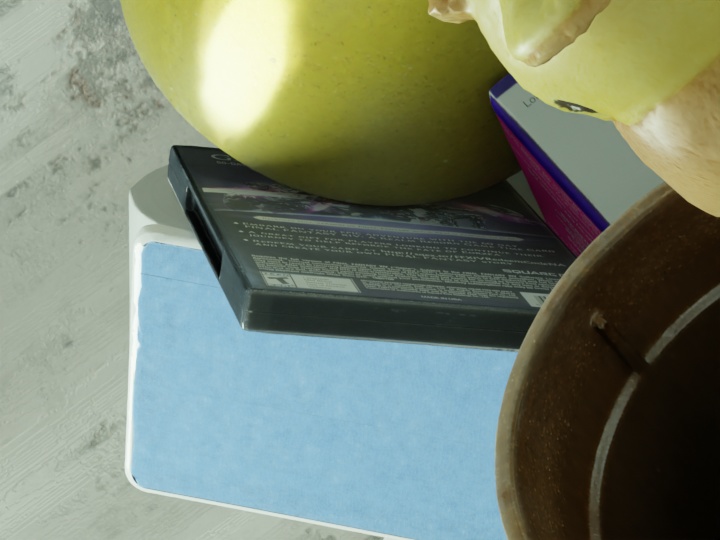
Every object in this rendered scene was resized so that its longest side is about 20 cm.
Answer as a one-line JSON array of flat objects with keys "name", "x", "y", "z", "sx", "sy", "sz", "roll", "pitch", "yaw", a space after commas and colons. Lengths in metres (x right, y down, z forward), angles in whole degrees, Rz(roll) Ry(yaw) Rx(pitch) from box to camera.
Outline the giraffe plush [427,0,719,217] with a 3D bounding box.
[{"name": "giraffe plush", "x": 0.092, "y": -0.081, "z": 0.580, "sx": 0.200, "sy": 0.162, "sz": 0.173, "roll": 53, "pitch": 177, "yaw": 13}]

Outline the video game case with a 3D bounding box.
[{"name": "video game case", "x": 0.009, "y": -0.010, "z": 1.096, "sx": 0.200, "sy": 0.142, "sz": 0.019, "roll": -125, "pitch": 42, "yaw": -70}]

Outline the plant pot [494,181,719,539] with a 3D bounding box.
[{"name": "plant pot", "x": 0.178, "y": 0.088, "z": 0.987, "sx": 0.198, "sy": 0.200, "sz": 0.200, "roll": 48, "pitch": -178, "yaw": -43}]

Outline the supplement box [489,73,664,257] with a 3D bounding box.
[{"name": "supplement box", "x": 0.138, "y": -0.019, "z": 1.131, "sx": 0.103, "sy": 0.101, "sz": 0.200, "roll": 50, "pitch": 176, "yaw": 30}]

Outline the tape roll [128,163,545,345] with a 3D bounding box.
[{"name": "tape roll", "x": 0.000, "y": 0.000, "z": 1.243, "sx": 0.202, "sy": 0.201, "sz": 0.071, "roll": -133, "pitch": 43, "yaw": -69}]

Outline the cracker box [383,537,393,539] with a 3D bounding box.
[{"name": "cracker box", "x": 0.058, "y": 0.145, "z": 1.243, "sx": 0.058, "sy": 0.201, "sz": 0.134, "roll": 35, "pitch": 170, "yaw": -28}]

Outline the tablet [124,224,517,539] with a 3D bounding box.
[{"name": "tablet", "x": 0.005, "y": 0.052, "z": 1.141, "sx": 0.014, "sy": 0.199, "sz": 0.131, "roll": -69, "pitch": -13, "yaw": -55}]

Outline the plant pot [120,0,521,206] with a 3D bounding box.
[{"name": "plant pot", "x": 0.015, "y": -0.146, "z": 1.102, "sx": 0.200, "sy": 0.200, "sz": 0.142, "roll": 54, "pitch": 154, "yaw": 17}]
